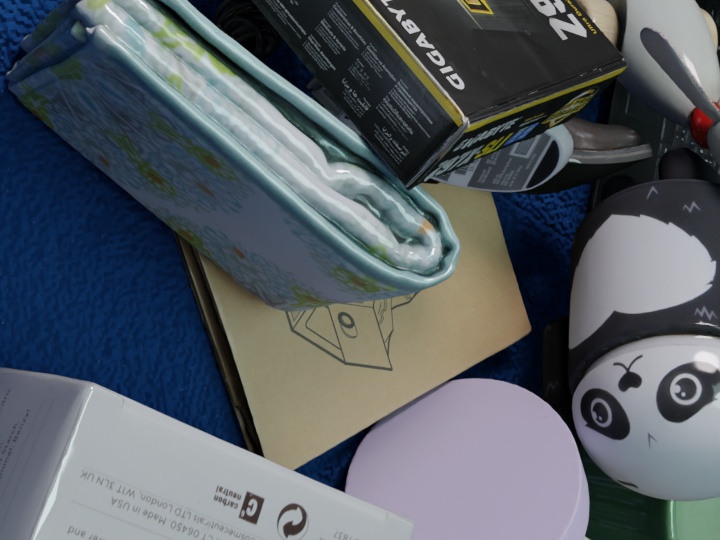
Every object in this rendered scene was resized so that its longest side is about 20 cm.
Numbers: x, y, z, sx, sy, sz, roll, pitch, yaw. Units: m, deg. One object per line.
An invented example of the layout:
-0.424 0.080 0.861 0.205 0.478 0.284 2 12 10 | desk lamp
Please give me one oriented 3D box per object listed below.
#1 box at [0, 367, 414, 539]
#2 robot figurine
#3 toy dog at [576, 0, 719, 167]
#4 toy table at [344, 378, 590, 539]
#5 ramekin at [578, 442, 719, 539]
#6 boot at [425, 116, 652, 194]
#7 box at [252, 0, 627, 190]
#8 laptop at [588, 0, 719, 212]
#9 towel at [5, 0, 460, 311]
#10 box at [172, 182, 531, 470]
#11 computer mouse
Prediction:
-0.110 0.172 0.776 0.199 0.131 0.201 28 74 -34 | box
0.176 0.029 0.925 0.124 0.150 0.201 9 54 -4 | robot figurine
0.197 -0.129 0.954 0.132 0.200 0.097 -15 128 -41 | toy dog
0.069 0.157 0.888 0.200 0.183 0.117 -75 150 -62 | toy table
0.229 0.137 1.051 0.199 0.098 0.201 -2 93 -37 | ramekin
0.074 -0.137 0.927 0.199 0.069 0.175 3 76 -28 | boot
0.014 -0.141 0.758 0.200 0.049 0.160 52 34 11 | box
0.262 -0.091 1.065 0.199 0.103 0.178 16 81 -36 | laptop
-0.065 -0.054 0.760 0.200 0.171 0.048 41 73 -17 | towel
0.000 0.000 0.920 0.200 0.021 0.164 -26 105 -34 | box
0.009 -0.085 0.831 0.199 0.110 0.044 11 58 -10 | computer mouse
